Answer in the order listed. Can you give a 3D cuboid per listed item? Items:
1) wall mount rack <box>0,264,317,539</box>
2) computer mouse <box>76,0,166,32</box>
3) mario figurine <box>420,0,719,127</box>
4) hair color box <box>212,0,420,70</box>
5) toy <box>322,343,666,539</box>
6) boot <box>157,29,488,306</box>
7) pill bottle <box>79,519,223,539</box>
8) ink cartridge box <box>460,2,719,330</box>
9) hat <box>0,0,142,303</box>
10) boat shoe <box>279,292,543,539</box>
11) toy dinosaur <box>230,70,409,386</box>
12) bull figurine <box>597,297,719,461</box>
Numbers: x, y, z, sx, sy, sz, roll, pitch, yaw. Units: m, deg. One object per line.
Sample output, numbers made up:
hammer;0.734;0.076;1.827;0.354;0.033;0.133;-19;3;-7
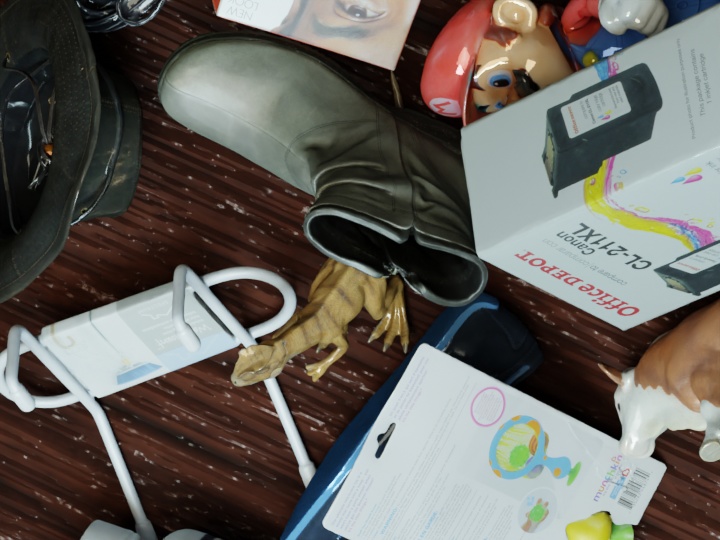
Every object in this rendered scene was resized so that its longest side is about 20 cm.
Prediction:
wall mount rack;-0.116;0.079;1.766;0.199;0.075;0.174;-20;137;19
computer mouse;-0.142;-0.246;1.698;0.138;0.053;0.201;-21;109;20
mario figurine;0.130;-0.101;1.634;0.199;0.106;0.124;-4;105;14
hair color box;-0.001;-0.225;1.639;0.110;0.064;0.201;15;110;-14
toy;0.072;0.122;1.690;0.199;0.047;0.116;27;93;-31
boot;-0.019;-0.057;1.614;0.199;0.131;0.068;21;118;-8
pill bottle;-0.079;0.220;1.766;0.199;0.111;0.112;20;108;7
ink cartridge box;0.175;-0.055;1.585;0.199;0.145;0.083;-25;58;32
hat;-0.174;-0.070;1.727;0.080;0.201;0.202;7;113;-33
boat shoe;0.029;0.107;1.726;0.069;0.084;0.200;37;110;-10
toy dinosaur;0.000;0.000;1.707;0.060;0.106;0.201;22;64;21
bull figurine;0.221;0.050;1.648;0.200;0.122;0.065;-39;126;14
